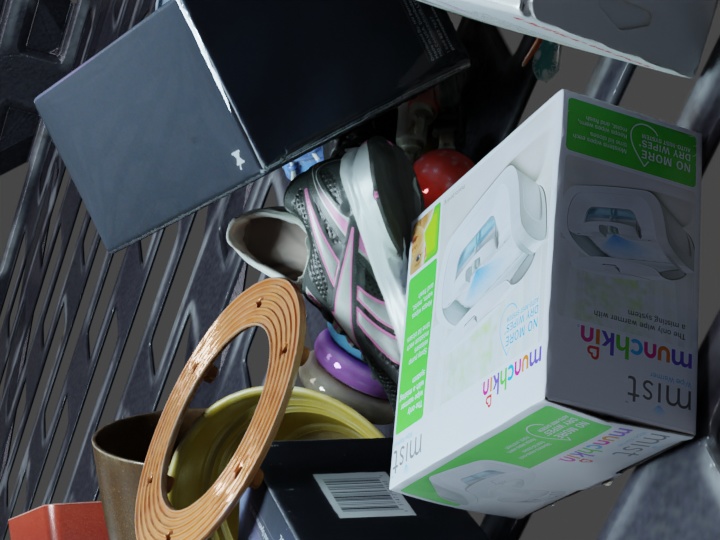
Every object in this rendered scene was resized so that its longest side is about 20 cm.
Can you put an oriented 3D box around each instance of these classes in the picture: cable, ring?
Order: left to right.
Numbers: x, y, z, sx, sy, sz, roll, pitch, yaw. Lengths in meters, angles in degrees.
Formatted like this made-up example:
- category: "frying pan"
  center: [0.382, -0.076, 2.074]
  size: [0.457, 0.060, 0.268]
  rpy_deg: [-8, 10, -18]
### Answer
- category: "ring"
  center: [-0.089, 0.098, 1.119]
  size: [0.201, 0.019, 0.202]
  rpy_deg: [-47, 27, 33]
- category: "cable"
  center: [0.047, -0.163, 1.295]
  size: [0.098, 0.050, 0.202]
  rpy_deg: [93, 174, -55]

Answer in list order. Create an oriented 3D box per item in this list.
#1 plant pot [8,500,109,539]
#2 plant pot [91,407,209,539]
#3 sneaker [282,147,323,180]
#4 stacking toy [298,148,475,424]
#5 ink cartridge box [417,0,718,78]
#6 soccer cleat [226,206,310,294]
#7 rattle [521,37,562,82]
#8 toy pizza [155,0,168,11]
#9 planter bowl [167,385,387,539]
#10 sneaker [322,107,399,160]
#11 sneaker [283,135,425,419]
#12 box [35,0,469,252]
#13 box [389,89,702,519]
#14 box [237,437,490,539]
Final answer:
- category: "plant pot"
  center: [-0.203, 0.303, 1.558]
  size: [0.200, 0.198, 0.179]
  rpy_deg: [152, 115, -66]
- category: "plant pot"
  center: [-0.126, 0.234, 1.415]
  size: [0.187, 0.185, 0.203]
  rpy_deg: [-153, 61, -71]
- category: "sneaker"
  center: [-0.043, -0.122, 1.366]
  size: [0.075, 0.200, 0.078]
  rpy_deg: [-24, 43, 24]
- category: "stacking toy"
  center: [0.031, 0.006, 1.228]
  size: [0.202, 0.085, 0.085]
  rpy_deg: [-65, 22, 15]
- category: "ink cartridge box"
  center: [0.088, -0.181, 0.970]
  size: [0.199, 0.144, 0.085]
  rpy_deg: [26, 101, 50]
- category: "soccer cleat"
  center: [0.000, 0.000, 1.159]
  size: [0.077, 0.198, 0.070]
  rpy_deg: [1, -78, -64]
- category: "rattle"
  center: [0.134, -0.238, 1.138]
  size: [0.131, 0.141, 0.201]
  rpy_deg: [74, 174, -51]
- category: "toy pizza"
  center: [-0.078, -0.248, 1.235]
  size: [0.200, 0.032, 0.200]
  rpy_deg: [-42, -11, -10]
- category: "planter bowl"
  center: [-0.033, 0.168, 1.217]
  size: [0.083, 0.199, 0.202]
  rpy_deg: [-29, -38, -65]
- category: "sneaker"
  center: [0.002, -0.113, 1.289]
  size: [0.112, 0.072, 0.203]
  rpy_deg: [-78, -21, -77]
- category: "sneaker"
  center: [0.009, 0.018, 1.104]
  size: [0.085, 0.080, 0.202]
  rpy_deg: [-11, 97, 28]
- category: "box"
  center: [-0.073, -0.125, 1.126]
  size: [0.199, 0.198, 0.124]
  rpy_deg: [-22, 98, 50]
- category: "box"
  center: [0.103, 0.028, 0.964]
  size: [0.200, 0.096, 0.179]
  rpy_deg: [140, 141, -60]
- category: "box"
  center: [-0.005, 0.232, 1.052]
  size: [0.200, 0.122, 0.201]
  rpy_deg: [-135, 47, -68]
